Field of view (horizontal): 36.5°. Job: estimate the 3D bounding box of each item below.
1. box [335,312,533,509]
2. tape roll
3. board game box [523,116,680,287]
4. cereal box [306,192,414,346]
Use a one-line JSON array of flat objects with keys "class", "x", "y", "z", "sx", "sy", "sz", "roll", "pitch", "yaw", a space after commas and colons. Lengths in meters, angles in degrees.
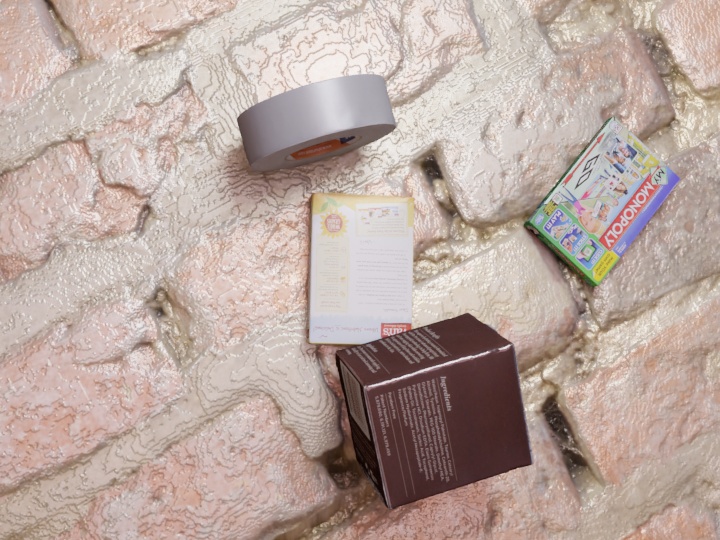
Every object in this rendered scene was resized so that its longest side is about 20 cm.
[{"class": "box", "x": 0.090, "y": 0.173, "z": 1.392, "sx": 0.197, "sy": 0.166, "sz": 0.167, "roll": -14, "pitch": 104, "yaw": -10}, {"class": "tape roll", "x": -0.056, "y": -0.187, "z": 1.396, "sx": 0.197, "sy": 0.200, "sz": 0.067, "roll": -16, "pitch": 87, "yaw": -10}, {"class": "board game box", "x": 0.342, "y": -0.098, "z": 1.543, "sx": 0.134, "sy": 0.029, "sz": 0.201, "roll": 40, "pitch": 80, "yaw": -4}, {"class": "cereal box", "x": 0.000, "y": 0.000, "z": 1.472, "sx": 0.141, "sy": 0.040, "sz": 0.204, "roll": 3, "pitch": 86, "yaw": -10}]
